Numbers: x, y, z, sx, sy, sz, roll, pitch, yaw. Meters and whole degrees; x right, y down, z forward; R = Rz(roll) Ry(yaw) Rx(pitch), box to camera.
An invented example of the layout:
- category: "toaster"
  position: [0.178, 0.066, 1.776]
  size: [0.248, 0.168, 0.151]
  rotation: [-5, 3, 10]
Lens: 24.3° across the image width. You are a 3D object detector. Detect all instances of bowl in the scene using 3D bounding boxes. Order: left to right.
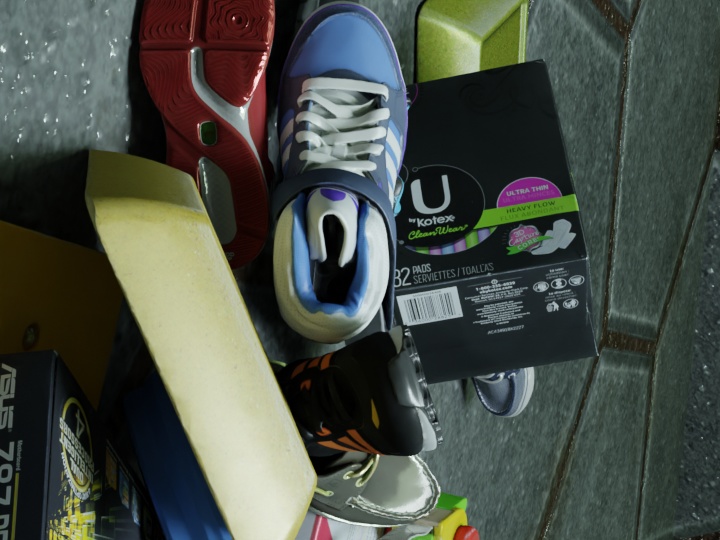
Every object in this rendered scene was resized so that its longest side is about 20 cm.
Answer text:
- category: "bowl"
  position: [-0.082, 0.150, 0.943]
  size: [0.201, 0.039, 0.201]
  rotation: [157, -90, -86]

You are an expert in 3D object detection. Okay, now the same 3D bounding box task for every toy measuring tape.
- category: "toy measuring tape"
  position: [0.040, 0.209, 1.206]
  size: [0.200, 0.073, 0.074]
  rotation: [-13, 112, -71]

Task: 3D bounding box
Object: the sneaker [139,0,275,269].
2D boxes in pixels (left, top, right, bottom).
- category: "sneaker"
  position: [-0.087, -0.103, 0.981]
  size: [0.116, 0.078, 0.200]
  rotation: [-133, -135, -86]

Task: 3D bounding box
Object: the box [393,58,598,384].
- category: "box"
  position: [0.089, -0.037, 1.256]
  size: [0.124, 0.148, 0.200]
  rotation: [75, 7, -50]

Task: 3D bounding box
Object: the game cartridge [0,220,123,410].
- category: "game cartridge"
  position: [-0.186, 0.077, 0.825]
  size: [0.176, 0.032, 0.200]
  rotation: [25, 79, -70]

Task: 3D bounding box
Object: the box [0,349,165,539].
- category: "box"
  position: [-0.141, 0.156, 0.802]
  size: [0.200, 0.049, 0.161]
  rotation: [74, 13, -55]

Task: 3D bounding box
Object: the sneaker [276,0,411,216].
- category: "sneaker"
  position: [-0.008, -0.112, 1.092]
  size: [0.073, 0.082, 0.200]
  rotation: [95, -1, -60]

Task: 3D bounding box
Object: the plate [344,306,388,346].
- category: "plate"
  position: [0.000, 0.000, 1.182]
  size: [0.200, 0.032, 0.200]
  rotation: [79, 3, -66]

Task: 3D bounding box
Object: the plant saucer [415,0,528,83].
- category: "plant saucer"
  position: [0.104, -0.162, 1.476]
  size: [0.200, 0.048, 0.200]
  rotation: [-48, 143, -56]

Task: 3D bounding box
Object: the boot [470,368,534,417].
- category: "boot"
  position: [0.114, 0.080, 1.618]
  size: [0.090, 0.073, 0.200]
  rotation: [-48, 137, -42]

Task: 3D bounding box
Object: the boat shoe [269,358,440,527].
- category: "boat shoe"
  position: [-0.024, 0.113, 1.076]
  size: [0.202, 0.060, 0.072]
  rotation: [32, 71, -26]

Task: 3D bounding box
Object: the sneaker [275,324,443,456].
- category: "sneaker"
  position: [-0.013, 0.079, 0.937]
  size: [0.200, 0.090, 0.070]
  rotation: [146, -73, -81]

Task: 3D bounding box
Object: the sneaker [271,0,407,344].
- category: "sneaker"
  position: [-0.009, -0.058, 0.948]
  size: [0.146, 0.080, 0.200]
  rotation: [-148, -115, -83]

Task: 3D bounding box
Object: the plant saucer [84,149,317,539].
- category: "plant saucer"
  position: [-0.076, 0.033, 0.835]
  size: [0.200, 0.048, 0.200]
  rotation: [-125, -167, -76]

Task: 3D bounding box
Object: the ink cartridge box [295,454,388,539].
- category: "ink cartridge box"
  position: [-0.034, 0.179, 1.212]
  size: [0.200, 0.085, 0.148]
  rotation: [44, 58, -69]
